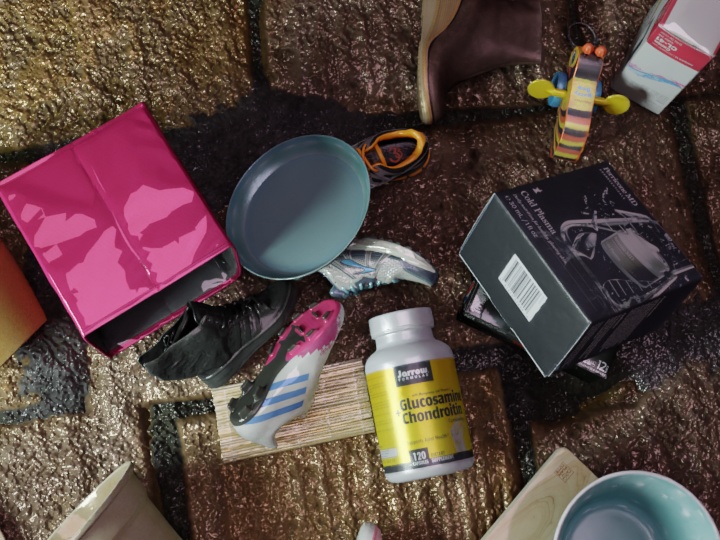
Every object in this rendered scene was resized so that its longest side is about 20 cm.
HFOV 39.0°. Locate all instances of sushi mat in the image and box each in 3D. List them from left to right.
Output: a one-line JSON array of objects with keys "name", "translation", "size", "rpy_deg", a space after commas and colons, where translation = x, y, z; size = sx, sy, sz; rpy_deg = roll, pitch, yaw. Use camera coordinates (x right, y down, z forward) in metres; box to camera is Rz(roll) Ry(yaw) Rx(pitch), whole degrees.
[{"name": "sushi mat", "translation": [-0.082, 0.175, 1.276], "size": [0.199, 0.012, 0.096], "rpy_deg": [-11, 79, -8]}]

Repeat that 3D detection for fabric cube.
[{"name": "fabric cube", "translation": [-0.278, -0.041, 1.205], "size": [0.199, 0.196, 0.200], "rpy_deg": [-32, 82, -10]}]

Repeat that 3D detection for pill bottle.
[{"name": "pill bottle", "translation": [0.067, 0.152, 1.246], "size": [0.111, 0.112, 0.201], "rpy_deg": [-10, 80, -8]}]

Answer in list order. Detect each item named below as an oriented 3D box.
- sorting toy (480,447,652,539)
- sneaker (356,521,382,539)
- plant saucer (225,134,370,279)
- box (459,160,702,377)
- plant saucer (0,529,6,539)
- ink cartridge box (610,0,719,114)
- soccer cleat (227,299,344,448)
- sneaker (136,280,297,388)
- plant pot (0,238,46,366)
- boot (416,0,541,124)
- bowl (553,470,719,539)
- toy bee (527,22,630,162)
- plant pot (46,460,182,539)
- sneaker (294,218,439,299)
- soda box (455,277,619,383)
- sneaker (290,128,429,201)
[{"name": "sorting toy", "translation": [0.250, 0.359, 1.246], "size": [0.199, 0.070, 0.200], "rpy_deg": [43, 77, 3]}, {"name": "sneaker", "translation": [0.032, 0.405, 1.210], "size": [0.104, 0.075, 0.202], "rpy_deg": [7, 86, 0]}, {"name": "plant saucer", "translation": [-0.075, -0.076, 1.265], "size": [0.199, 0.027, 0.201], "rpy_deg": [-11, 61, 21]}, {"name": "box", "translation": [0.265, -0.006, 1.239], "size": [0.196, 0.124, 0.200], "rpy_deg": [-17, 61, -32]}, {"name": "plant saucer", "translation": [-0.506, 0.360, 1.185], "size": [0.199, 0.029, 0.201], "rpy_deg": [1, 79, -6]}, {"name": "ink cartridge box", "translation": [0.420, -0.314, 1.331], "size": [0.085, 0.200, 0.148], "rpy_deg": [29, 77, 1]}, {"name": "soccer cleat", "translation": [-0.078, 0.128, 1.247], "size": [0.200, 0.070, 0.086], "rpy_deg": [-50, 122, -10]}, {"name": "sneaker", "translation": [-0.171, 0.067, 1.242], "size": [0.200, 0.060, 0.104], "rpy_deg": [-49, 124, -10]}, {"name": "plant pot", "translation": [-0.475, 0.023, 1.192], "size": [0.200, 0.186, 0.186], "rpy_deg": [45, 77, -9]}, {"name": "boot", "translation": [0.160, -0.285, 1.356], "size": [0.165, 0.072, 0.201], "rpy_deg": [4, 72, 3]}, {"name": "bowl", "translation": [0.303, 0.333, 1.168], "size": [0.199, 0.105, 0.202], "rpy_deg": [1, 78, -6]}, {"name": "toy bee", "translation": [0.287, -0.253, 1.353], "size": [0.130, 0.109, 0.201], "rpy_deg": [-10, 80, -6]}, {"name": "plant pot", "translation": [-0.263, 0.352, 1.143], "size": [0.183, 0.200, 0.201], "rpy_deg": [44, 78, -7]}, {"name": "sneaker", "translation": [0.000, 0.000, 1.295], "size": [0.199, 0.078, 0.087], "rpy_deg": [14, 83, 6]}, {"name": "soda box", "translation": [0.227, 0.073, 1.299], "size": [0.199, 0.071, 0.064], "rpy_deg": [26, 78, 0]}, {"name": "sneaker", "translation": [0.000, -0.135, 1.314], "size": [0.199, 0.077, 0.079], "rpy_deg": [-27, 85, -9]}]
